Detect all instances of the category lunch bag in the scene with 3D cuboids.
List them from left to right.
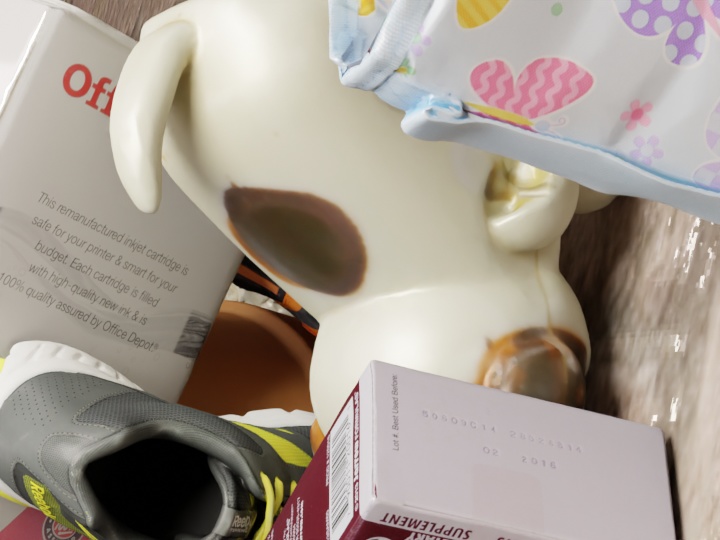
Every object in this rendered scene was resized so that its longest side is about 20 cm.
[{"bbox_3d":[0.083,-0.118,0.796,0.127,0.169,0.201,147,135,-65],"label":"lunch bag"}]

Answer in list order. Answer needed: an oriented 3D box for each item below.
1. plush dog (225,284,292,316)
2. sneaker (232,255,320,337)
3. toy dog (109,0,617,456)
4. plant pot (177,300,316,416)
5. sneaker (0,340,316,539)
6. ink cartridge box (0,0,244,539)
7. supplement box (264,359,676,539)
[{"bbox_3d":[-0.092,0.076,1.326,0.200,0.160,0.173,135,119,-65],"label":"plush dog"},{"bbox_3d":[0.000,0.000,1.156,0.078,0.112,0.200,-60,-15,16],"label":"sneaker"},{"bbox_3d":[0.016,-0.016,0.950,0.139,0.201,0.194,-20,7,34],"label":"toy dog"},{"bbox_3d":[-0.100,0.098,1.148,0.199,0.140,0.201,-18,62,37],"label":"plant pot"},{"bbox_3d":[-0.049,0.088,0.980,0.085,0.199,0.075,31,101,56],"label":"sneaker"},{"bbox_3d":[-0.131,0.008,1.012,0.083,0.146,0.201,21,85,40],"label":"ink cartridge box"},{"bbox_3d":[0.016,0.123,0.928,0.200,0.108,0.061,119,158,-44],"label":"supplement box"}]
